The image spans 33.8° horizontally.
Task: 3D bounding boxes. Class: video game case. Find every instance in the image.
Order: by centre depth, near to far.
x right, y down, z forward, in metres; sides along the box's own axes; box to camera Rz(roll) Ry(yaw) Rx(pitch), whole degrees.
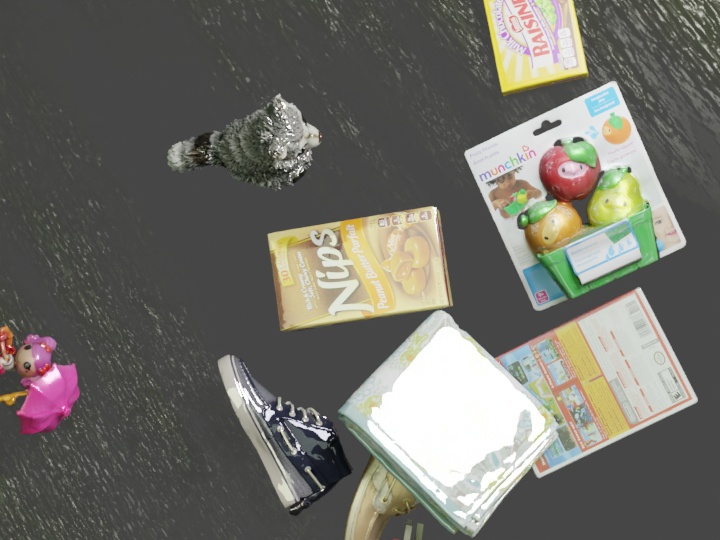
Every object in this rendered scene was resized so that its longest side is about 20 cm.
[{"bbox_3d":[0.257,0.127,1.337,0.199,0.017,0.144,-27,83,7],"label":"video game case"}]

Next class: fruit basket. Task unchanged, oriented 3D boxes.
[{"bbox_3d":[0.237,-0.078,1.303,0.184,0.094,0.201,-24,102,7],"label":"fruit basket"}]

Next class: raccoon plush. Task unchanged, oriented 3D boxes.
[{"bbox_3d":[-0.139,-0.137,1.360,0.199,0.134,0.097,-18,85,8],"label":"raccoon plush"}]

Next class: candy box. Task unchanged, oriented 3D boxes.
[{"bbox_3d":[0.000,0.000,1.369,0.199,0.055,0.116,-9,85,9],"label":"candy box"},{"bbox_3d":[0.194,-0.311,1.372,0.102,0.026,0.201,-12,84,12],"label":"candy box"}]

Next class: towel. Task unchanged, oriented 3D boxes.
[{"bbox_3d":[0.100,0.168,1.304,0.200,0.048,0.171,44,69,8],"label":"towel"}]

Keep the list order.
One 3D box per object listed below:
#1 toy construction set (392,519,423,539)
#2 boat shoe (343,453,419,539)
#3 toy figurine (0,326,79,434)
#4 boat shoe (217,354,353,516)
[{"bbox_3d":[0.120,0.357,1.305,0.199,0.092,0.132,16,116,16],"label":"toy construction set"},{"bbox_3d":[0.039,0.243,1.337,0.069,0.074,0.201,20,89,16],"label":"boat shoe"},{"bbox_3d":[-0.429,0.129,1.416,0.183,0.150,0.201,-3,61,-4],"label":"toy figurine"},{"bbox_3d":[-0.084,0.174,1.370,0.092,0.075,0.201,-27,90,0],"label":"boat shoe"}]
